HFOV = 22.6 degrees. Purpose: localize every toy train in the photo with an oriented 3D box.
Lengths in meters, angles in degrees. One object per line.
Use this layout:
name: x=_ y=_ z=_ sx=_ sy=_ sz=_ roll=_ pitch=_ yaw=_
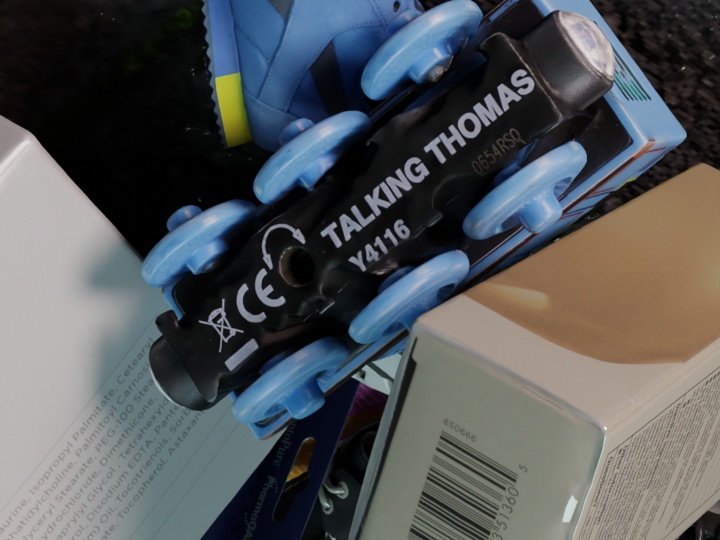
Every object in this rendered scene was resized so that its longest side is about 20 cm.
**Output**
toy train: x=0.014 y=-0.018 z=0.621 sx=0.200 sy=0.087 sz=0.114 roll=-40 pitch=167 yaw=23

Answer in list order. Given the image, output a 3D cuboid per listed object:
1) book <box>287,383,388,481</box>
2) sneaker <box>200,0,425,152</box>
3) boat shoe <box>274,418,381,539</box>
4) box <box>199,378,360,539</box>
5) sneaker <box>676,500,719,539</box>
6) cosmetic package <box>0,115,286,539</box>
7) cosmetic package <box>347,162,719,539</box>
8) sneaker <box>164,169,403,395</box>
book: x=0.009 y=0.059 z=0.853 sx=0.200 sy=0.048 sz=0.134 roll=-17 pitch=137 yaw=32
sneaker: x=-0.018 y=-0.113 z=0.590 sx=0.078 sy=0.066 sz=0.200 roll=-4 pitch=146 yaw=1
boat shoe: x=0.018 y=0.094 z=0.807 sx=0.200 sy=0.074 sz=0.060 roll=-18 pitch=134 yaw=28
box: x=-0.103 y=0.079 z=0.804 sx=0.200 sy=0.121 sz=0.032 roll=3 pitch=148 yaw=34
sneaker: x=0.166 y=0.133 z=0.791 sx=0.200 sy=0.071 sz=0.098 roll=26 pitch=179 yaw=9
cosmetic package: x=-0.170 y=0.042 z=0.710 sx=0.167 sy=0.166 sz=0.200 roll=28 pitch=163 yaw=42
cosmetic package: x=0.087 y=0.042 z=0.611 sx=0.071 sy=0.200 sz=0.105 roll=30 pitch=120 yaw=25
sneaker: x=0.000 y=0.000 z=0.725 sx=0.200 sy=0.066 sz=0.091 roll=8 pitch=138 yaw=28
